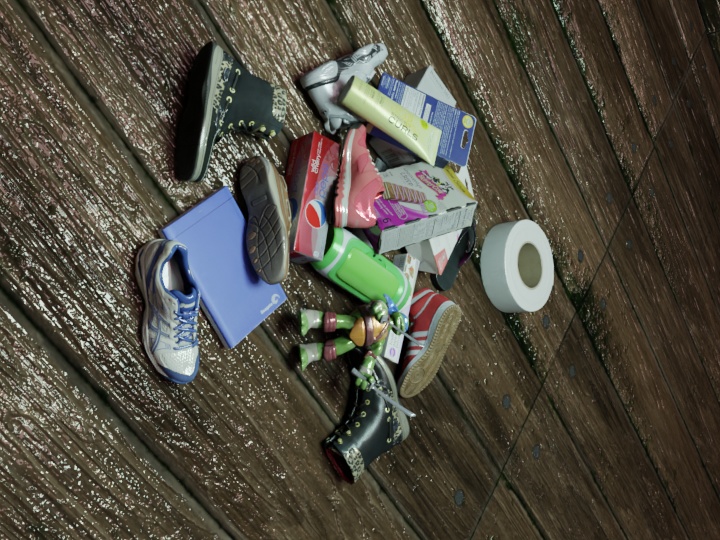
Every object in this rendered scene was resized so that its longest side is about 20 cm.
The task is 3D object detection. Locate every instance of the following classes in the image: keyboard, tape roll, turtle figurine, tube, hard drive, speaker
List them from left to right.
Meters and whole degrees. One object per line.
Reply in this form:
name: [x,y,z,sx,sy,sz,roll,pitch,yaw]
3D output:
hard drive: [-0.204,-0.006,1.024,0.132,0.025,0.204,-42,114,-38]
turtle figurine: [-0.002,0.120,1.079,0.188,0.145,0.205,-3,60,-10]
speaker: [0.000,0.000,1.177,0.198,0.087,0.091,34,64,-36]
keyboard: [0.022,-0.111,1.261,0.056,0.010,0.205,37,62,-41]
tube: [0.057,-0.260,1.157,0.197,0.052,0.059,29,102,-21]
tape roll: [0.356,-0.008,1.525,0.199,0.070,0.209,7,81,-43]

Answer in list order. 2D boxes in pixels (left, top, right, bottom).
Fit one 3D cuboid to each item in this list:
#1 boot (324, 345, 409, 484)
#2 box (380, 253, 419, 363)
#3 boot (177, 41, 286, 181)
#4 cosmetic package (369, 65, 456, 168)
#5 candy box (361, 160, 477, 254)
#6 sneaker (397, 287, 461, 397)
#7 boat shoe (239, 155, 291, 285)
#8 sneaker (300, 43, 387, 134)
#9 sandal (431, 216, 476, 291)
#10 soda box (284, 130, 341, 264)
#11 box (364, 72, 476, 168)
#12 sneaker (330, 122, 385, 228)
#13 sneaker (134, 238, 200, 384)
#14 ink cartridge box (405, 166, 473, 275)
boot: [-0.004,0.242,1.159,0.153,0.072,0.208,-34,107,-37]
box: [0.066,0.069,1.263,0.038,0.041,0.206,28,66,-37]
boot: [-0.189,-0.218,1.020,0.151,0.072,0.210,18,75,-43]
cosmetic package: [0.105,-0.288,1.310,0.102,0.073,0.203,44,58,-29]
candy box: [0.090,-0.120,1.199,0.195,0.062,0.138,-17,53,-22]
sneaker: [0.107,0.132,1.287,0.070,0.112,0.204,20,101,-41]
boat shoe: [-0.134,-0.077,1.048,0.071,0.074,0.206,18,61,-60]
sneaker: [-0.013,-0.325,1.207,0.198,0.074,0.118,-34,109,-34]
sandal: [0.209,-0.046,1.403,0.075,0.047,0.204,42,60,-32]
soda box: [-0.088,-0.119,1.115,0.062,0.069,0.206,19,73,-39]
box: [0.111,-0.265,1.226,0.195,0.032,0.124,22,62,-10]
sneaker: [0.002,-0.155,1.140,0.084,0.074,0.206,10,64,-4]
sneaker: [-0.256,0.059,0.927,0.074,0.087,0.206,-20,101,-44]
ink cartridge box: [0.154,-0.110,1.324,0.203,0.066,0.118,-61,146,-29]
